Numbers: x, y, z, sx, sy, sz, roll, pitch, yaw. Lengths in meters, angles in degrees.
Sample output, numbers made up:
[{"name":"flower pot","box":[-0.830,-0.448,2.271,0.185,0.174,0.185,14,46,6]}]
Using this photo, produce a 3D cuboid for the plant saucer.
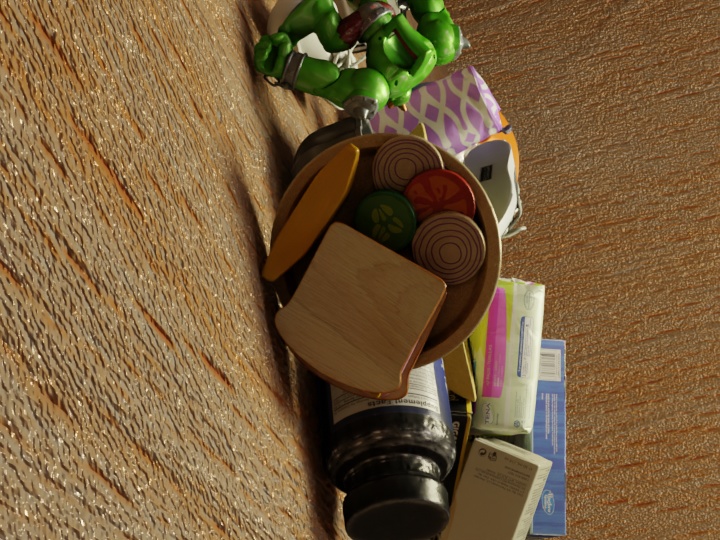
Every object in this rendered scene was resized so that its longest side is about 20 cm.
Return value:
[{"name":"plant saucer","box":[0.064,-0.006,1.286,0.201,0.048,0.202,-93,170,-53]}]

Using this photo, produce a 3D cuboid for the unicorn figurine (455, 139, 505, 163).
[{"name":"unicorn figurine","box":[0.078,-0.068,1.483,0.074,0.198,0.139,49,24,-64]}]

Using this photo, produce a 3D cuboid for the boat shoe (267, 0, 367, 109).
[{"name":"boat shoe","box":[-0.032,-0.204,1.307,0.086,0.074,0.202,47,-6,16]}]

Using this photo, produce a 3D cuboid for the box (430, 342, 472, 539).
[{"name":"box","box":[0.075,0.167,1.374,0.161,0.049,0.202,-87,-177,-55]}]

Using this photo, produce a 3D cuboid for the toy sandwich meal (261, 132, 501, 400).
[{"name":"toy sandwich meal","box":[0.013,-0.006,1.032,0.070,0.202,0.208,-35,111,-83]}]

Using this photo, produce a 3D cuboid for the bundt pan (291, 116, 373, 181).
[{"name":"bundt pan","box":[-0.012,-0.041,1.227,0.202,0.075,0.205,-12,90,-84]}]

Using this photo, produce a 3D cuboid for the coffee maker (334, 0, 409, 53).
[{"name":"coffee maker","box":[-0.030,-0.378,1.528,0.192,0.134,0.201,53,-13,47]}]

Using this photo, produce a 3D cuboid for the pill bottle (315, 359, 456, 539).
[{"name":"pill bottle","box":[0.019,0.118,1.106,0.112,0.110,0.202,65,15,-53]}]

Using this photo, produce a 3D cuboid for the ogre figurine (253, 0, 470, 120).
[{"name":"ogre figurine","box":[0.010,-0.205,1.194,0.120,0.099,0.199,46,43,15]}]

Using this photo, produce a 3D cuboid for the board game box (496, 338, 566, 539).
[{"name":"board game box","box":[0.179,0.191,1.465,0.199,0.043,0.203,127,-33,-74]}]

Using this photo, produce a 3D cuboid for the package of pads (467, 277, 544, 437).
[{"name":"package of pads","box":[0.137,0.091,1.387,0.200,0.067,0.157,118,-23,-80]}]

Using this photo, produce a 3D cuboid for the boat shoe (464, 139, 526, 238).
[{"name":"boat shoe","box":[0.133,-0.061,1.391,0.200,0.073,0.069,-81,152,-59]}]

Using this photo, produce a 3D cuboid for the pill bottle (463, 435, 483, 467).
[{"name":"pill bottle","box":[0.127,0.233,1.611,0.111,0.110,0.203,52,27,-69]}]

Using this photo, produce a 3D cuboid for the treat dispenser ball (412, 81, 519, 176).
[{"name":"treat dispenser ball","box":[0.094,-0.127,1.629,0.201,0.198,0.204,-13,90,-81]}]

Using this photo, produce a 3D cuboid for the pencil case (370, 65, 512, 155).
[{"name":"pencil case","box":[0.059,-0.148,1.452,0.085,0.198,0.085,65,9,-1]}]

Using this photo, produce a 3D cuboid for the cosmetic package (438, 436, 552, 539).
[{"name":"cosmetic package","box":[0.117,0.269,1.309,0.105,0.070,0.202,25,85,-74]}]
